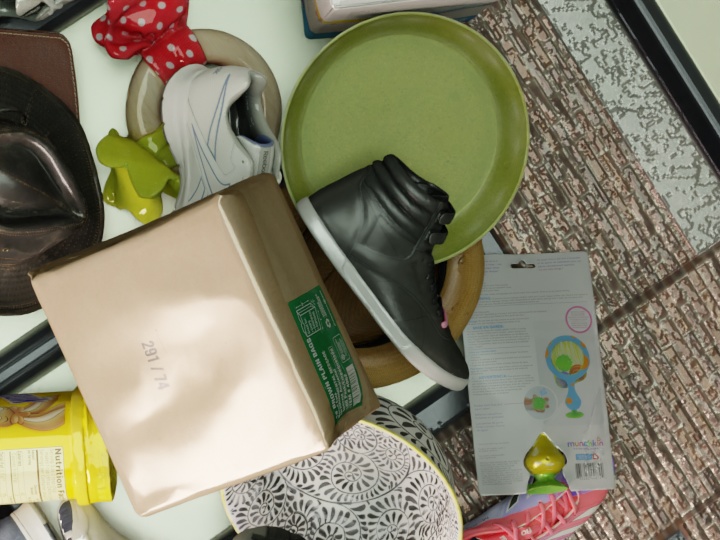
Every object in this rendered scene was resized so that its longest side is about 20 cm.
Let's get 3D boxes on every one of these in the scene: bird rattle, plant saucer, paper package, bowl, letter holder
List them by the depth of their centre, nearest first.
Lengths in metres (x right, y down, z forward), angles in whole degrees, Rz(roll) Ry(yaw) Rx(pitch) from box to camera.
[{"bbox_3d":[-0.113,0.053,1.460,0.189,0.103,0.202,-21,95,28],"label":"paper package"},{"bbox_3d":[0.033,-0.102,1.545,0.198,0.031,0.202,-3,105,-11],"label":"plant saucer"},{"bbox_3d":[-0.303,-0.087,1.568,0.141,0.100,0.202,-1,91,-38],"label":"letter holder"},{"bbox_3d":[-0.005,0.161,1.590,0.199,0.094,0.202,9,128,12],"label":"bowl"},{"bbox_3d":[-0.143,-0.138,1.605,0.162,0.113,0.202,9,79,-21],"label":"bird rattle"}]

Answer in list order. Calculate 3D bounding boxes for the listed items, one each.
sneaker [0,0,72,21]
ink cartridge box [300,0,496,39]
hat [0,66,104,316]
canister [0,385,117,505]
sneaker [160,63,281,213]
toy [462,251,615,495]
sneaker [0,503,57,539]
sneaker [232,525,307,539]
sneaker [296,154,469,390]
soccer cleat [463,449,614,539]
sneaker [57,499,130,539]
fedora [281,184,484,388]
[{"bbox_3d":[-0.232,-0.234,1.558,0.198,0.082,0.075,-11,136,13],"label":"sneaker"},{"bbox_3d":[0.027,-0.271,1.555,0.144,0.200,0.148,-7,91,-7],"label":"ink cartridge box"},{"bbox_3d":[-0.257,-0.062,1.490,0.199,0.081,0.203,1,89,-41],"label":"hat"},{"bbox_3d":[-0.292,0.139,1.546,0.198,0.149,0.088,-3,92,-5],"label":"canister"},{"bbox_3d":[-0.099,-0.060,1.514,0.074,0.087,0.202,-13,95,-46],"label":"sneaker"},{"bbox_3d":[0.139,0.088,1.636,0.114,0.047,0.202,-2,69,-10],"label":"toy"},{"bbox_3d":[-0.268,0.307,1.576,0.146,0.077,0.203,-33,84,-17],"label":"sneaker"},{"bbox_3d":[-0.049,0.276,1.579,0.200,0.079,0.076,47,43,-31],"label":"sneaker"},{"bbox_3d":[0.048,-0.002,1.520,0.099,0.071,0.200,-36,108,7],"label":"sneaker"},{"bbox_3d":[0.130,0.211,1.631,0.199,0.076,0.067,-32,94,-5],"label":"soccer cleat"},{"bbox_3d":[-0.148,0.245,1.599,0.129,0.079,0.200,-32,89,-12],"label":"sneaker"},{"bbox_3d":[0.000,0.000,1.612,0.198,0.082,0.203,1,84,-13],"label":"fedora"}]
